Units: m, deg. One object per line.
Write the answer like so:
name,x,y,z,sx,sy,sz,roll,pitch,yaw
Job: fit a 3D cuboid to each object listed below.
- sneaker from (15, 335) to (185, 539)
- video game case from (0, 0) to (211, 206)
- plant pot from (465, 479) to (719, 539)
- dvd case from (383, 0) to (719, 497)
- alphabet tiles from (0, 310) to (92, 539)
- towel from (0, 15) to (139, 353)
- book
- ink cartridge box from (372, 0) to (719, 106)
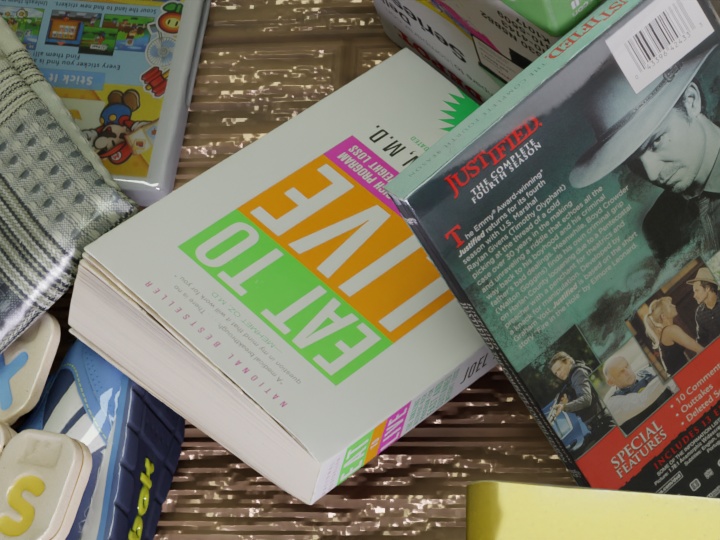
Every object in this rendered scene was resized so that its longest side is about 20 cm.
sneaker,-0.123,0.083,1.217,0.082,0.074,0.201,5,62,18
video game case,-0.166,-0.120,1.348,0.199,0.023,0.183,5,66,11
plant pot,0.138,0.187,1.066,0.199,0.200,0.177,4,74,11
dvd case,0.114,-0.001,1.163,0.146,0.200,0.022,-40,30,-10
alphabet tiles,-0.195,0.100,1.204,0.199,0.015,0.196,7,71,39
towel,-0.201,-0.015,1.253,0.193,0.035,0.200,-44,50,5
book,0.000,0.000,1.212,0.133,0.048,0.200,38,49,20
ink cartridge box,0.065,-0.132,1.215,0.084,0.200,0.145,-45,64,-10
